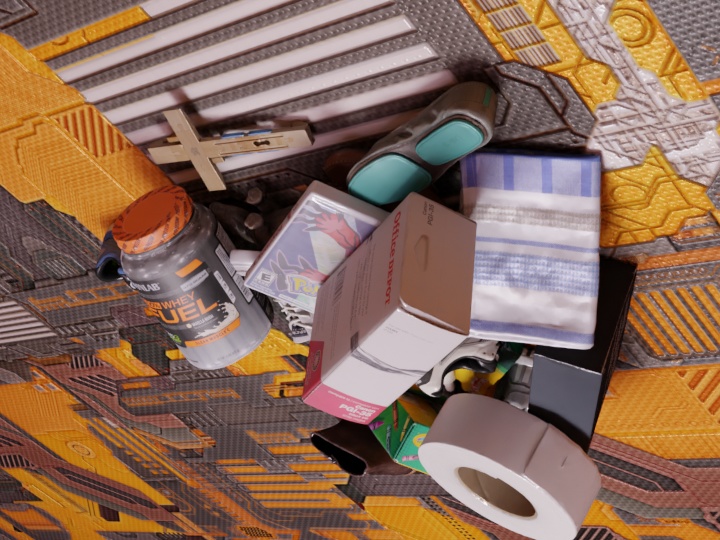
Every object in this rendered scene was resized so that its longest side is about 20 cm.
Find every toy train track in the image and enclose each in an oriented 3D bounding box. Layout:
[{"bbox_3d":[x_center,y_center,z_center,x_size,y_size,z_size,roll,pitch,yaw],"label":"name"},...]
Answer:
[{"bbox_3d":[-0.138,-0.143,1.405,0.200,0.033,0.115,-3,134,27],"label":"toy train track"}]

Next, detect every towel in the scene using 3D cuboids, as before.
[{"bbox_3d":[0.164,-0.021,1.288,0.147,0.024,0.201,7,108,21],"label":"towel"}]

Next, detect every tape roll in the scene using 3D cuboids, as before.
[{"bbox_3d":[0.167,0.223,1.463,0.202,0.071,0.203,28,157,13],"label":"tape roll"}]

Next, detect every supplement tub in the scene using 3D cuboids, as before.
[{"bbox_3d":[-0.195,0.007,1.504,0.122,0.123,0.200,-3,132,36],"label":"supplement tub"}]

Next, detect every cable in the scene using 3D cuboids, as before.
[{"bbox_3d":[0.109,0.147,1.503,0.097,0.050,0.200,-1,129,30],"label":"cable"}]

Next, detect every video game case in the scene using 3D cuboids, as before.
[{"bbox_3d":[0.000,0.000,1.380,0.200,0.023,0.182,23,139,-16],"label":"video game case"}]

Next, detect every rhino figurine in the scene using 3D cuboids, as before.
[{"bbox_3d":[-0.099,-0.051,1.489,0.200,0.060,0.087,5,155,33],"label":"rhino figurine"}]

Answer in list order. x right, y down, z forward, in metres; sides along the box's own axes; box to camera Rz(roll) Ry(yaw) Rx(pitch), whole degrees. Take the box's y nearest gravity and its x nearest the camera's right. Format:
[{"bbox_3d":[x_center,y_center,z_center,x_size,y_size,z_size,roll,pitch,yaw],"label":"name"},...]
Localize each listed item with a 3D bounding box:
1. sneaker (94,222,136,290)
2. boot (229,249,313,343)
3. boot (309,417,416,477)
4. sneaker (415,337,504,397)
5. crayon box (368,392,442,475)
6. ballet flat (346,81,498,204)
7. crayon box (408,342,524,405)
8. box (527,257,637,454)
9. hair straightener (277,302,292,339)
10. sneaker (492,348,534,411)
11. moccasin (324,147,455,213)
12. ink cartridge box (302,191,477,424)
[{"bbox_3d":[-0.251,-0.012,1.620,0.200,0.089,0.079,-6,140,35],"label":"sneaker"},{"bbox_3d":[-0.067,0.036,1.499,0.200,0.096,0.073,13,174,-34],"label":"boot"},{"bbox_3d":[-0.011,0.205,1.713,0.200,0.073,0.166,31,-163,35],"label":"boot"},{"bbox_3d":[0.135,0.065,1.397,0.088,0.200,0.076,57,173,18],"label":"sneaker"},{"bbox_3d":[0.116,0.220,1.635,0.200,0.058,0.119,24,-170,-24],"label":"crayon box"},{"bbox_3d":[0.062,-0.123,1.264,0.067,0.064,0.200,34,144,-23],"label":"ballet flat"},{"bbox_3d":[0.112,0.093,1.561,0.119,0.058,0.200,25,150,-3],"label":"crayon box"},{"bbox_3d":[0.238,0.095,1.418,0.079,0.141,0.200,14,148,13],"label":"box"},{"bbox_3d":[-0.067,0.089,1.705,0.077,0.041,0.200,2,144,31],"label":"hair straightener"},{"bbox_3d":[0.189,0.190,1.621,0.075,0.116,0.200,14,148,14],"label":"sneaker"},{"bbox_3d":[0.041,-0.056,1.371,0.201,0.078,0.074,41,147,-27],"label":"moccasin"},{"bbox_3d":[0.028,0.041,1.290,0.083,0.147,0.200,23,140,-19],"label":"ink cartridge box"}]
